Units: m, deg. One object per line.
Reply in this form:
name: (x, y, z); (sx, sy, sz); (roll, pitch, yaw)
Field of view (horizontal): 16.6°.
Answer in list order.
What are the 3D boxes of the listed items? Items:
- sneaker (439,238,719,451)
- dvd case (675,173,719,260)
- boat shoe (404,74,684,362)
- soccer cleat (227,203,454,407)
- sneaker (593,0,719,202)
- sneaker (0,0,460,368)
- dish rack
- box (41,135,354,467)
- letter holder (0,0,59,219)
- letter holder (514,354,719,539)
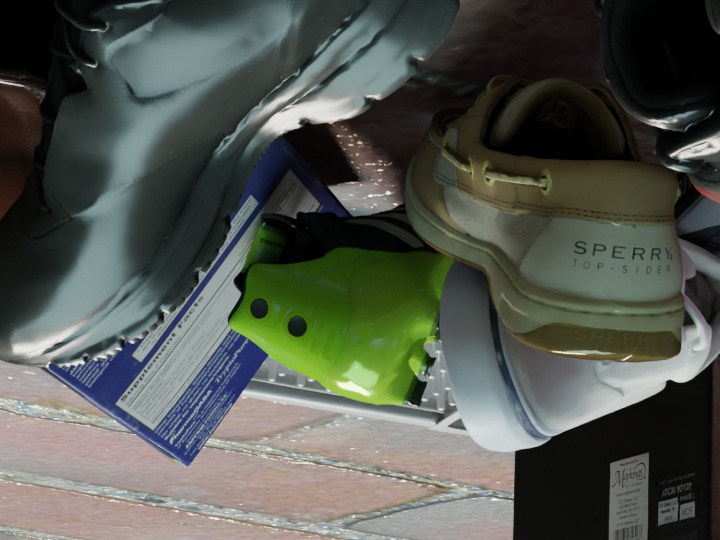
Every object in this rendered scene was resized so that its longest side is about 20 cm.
sneaker: (0.086, 0.015, 0.879); (0.070, 0.074, 0.200); (-15, -177, 23)
dvd case: (0.198, -0.029, 0.906); (0.149, 0.025, 0.200); (7, 163, -9)
boat shoe: (0.063, -0.030, 0.802); (0.073, 0.067, 0.200); (4, -164, -16)
soccer cleat: (0.000, 0.000, 0.922); (0.081, 0.068, 0.200); (22, -169, 3)
sneaker: (0.106, -0.062, 0.688); (0.097, 0.071, 0.201); (-22, 166, -11)
sneaker: (-0.063, -0.054, 0.719); (0.091, 0.076, 0.200); (30, 114, -35)
dish rack: (0.023, 0.032, 1.126); (0.199, 0.044, 0.172); (10, 164, -19)
box: (-0.069, -0.005, 0.894); (0.032, 0.121, 0.200); (34, 174, 20)
letter holder: (-0.142, -0.036, 0.836); (0.141, 0.101, 0.200); (5, 164, -9)
letter holder: (0.185, 0.119, 1.256); (0.141, 0.101, 0.200); (9, 163, -22)
